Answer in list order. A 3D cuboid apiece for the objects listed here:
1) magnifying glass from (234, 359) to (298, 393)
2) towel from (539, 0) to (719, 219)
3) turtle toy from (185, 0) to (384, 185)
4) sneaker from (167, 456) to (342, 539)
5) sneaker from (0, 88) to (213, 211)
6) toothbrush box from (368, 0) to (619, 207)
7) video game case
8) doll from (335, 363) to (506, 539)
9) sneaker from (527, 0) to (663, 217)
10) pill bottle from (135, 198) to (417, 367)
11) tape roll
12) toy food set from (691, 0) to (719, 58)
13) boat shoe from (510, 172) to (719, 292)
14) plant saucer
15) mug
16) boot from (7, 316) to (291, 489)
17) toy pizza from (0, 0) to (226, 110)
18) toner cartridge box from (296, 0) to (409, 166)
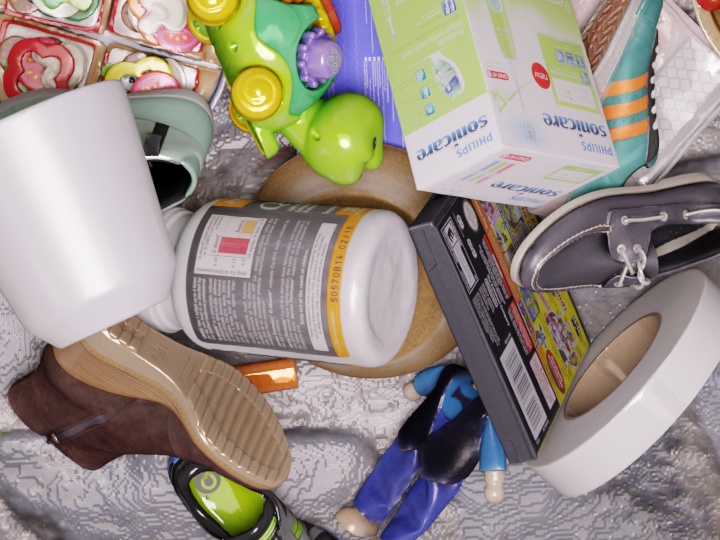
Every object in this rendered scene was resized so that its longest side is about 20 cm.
[{"bbox_3d":[-0.150,0.096,1.540,0.199,0.022,0.080,-8,97,-1],"label":"magnifying glass"},{"bbox_3d":[0.176,-0.142,1.527,0.191,0.032,0.200,40,92,-7],"label":"towel"},{"bbox_3d":[-0.055,-0.151,1.426,0.101,0.146,0.200,-25,92,-5],"label":"turtle toy"},{"bbox_3d":[-0.075,0.213,1.526,0.200,0.083,0.071,42,94,-7],"label":"sneaker"},{"bbox_3d":[-0.212,-0.082,1.444,0.200,0.118,0.074,-8,122,5],"label":"sneaker"},{"bbox_3d":[0.092,-0.157,1.414,0.086,0.145,0.201,-25,70,37],"label":"toothbrush box"},{"bbox_3d":[0.109,0.016,1.458,0.025,0.181,0.200,-15,110,27],"label":"video game case"},{"bbox_3d":[0.065,0.139,1.515,0.048,0.136,0.200,19,109,-47],"label":"doll"},{"bbox_3d":[0.197,-0.126,1.481,0.080,0.071,0.200,17,104,-16],"label":"sneaker"},{"bbox_3d":[-0.068,0.006,1.422,0.199,0.116,0.117,6,97,23],"label":"pill bottle"},{"bbox_3d":[0.204,0.084,1.471,0.037,0.203,0.203,40,93,-7],"label":"tape roll"},{"bbox_3d":[0.355,-0.231,1.510,0.200,0.049,0.198,-37,97,-7],"label":"toy food set"},{"bbox_3d":[0.207,-0.021,1.458,0.200,0.063,0.073,-18,135,-26],"label":"boat shoe"},{"bbox_3d":[0.000,0.000,1.496,0.200,0.035,0.201,4,112,9],"label":"plant saucer"},{"bbox_3d":[-0.200,-0.033,1.349,0.149,0.187,0.153,-25,91,3],"label":"mug"},{"bbox_3d":[-0.161,0.116,1.472,0.200,0.166,0.072,41,49,-8],"label":"boot"},{"bbox_3d":[-0.198,-0.179,1.496,0.200,0.032,0.201,0,97,-4],"label":"toy pizza"},{"bbox_3d":[-0.004,-0.170,1.495,0.095,0.043,0.201,-1,97,9],"label":"toner cartridge box"}]
